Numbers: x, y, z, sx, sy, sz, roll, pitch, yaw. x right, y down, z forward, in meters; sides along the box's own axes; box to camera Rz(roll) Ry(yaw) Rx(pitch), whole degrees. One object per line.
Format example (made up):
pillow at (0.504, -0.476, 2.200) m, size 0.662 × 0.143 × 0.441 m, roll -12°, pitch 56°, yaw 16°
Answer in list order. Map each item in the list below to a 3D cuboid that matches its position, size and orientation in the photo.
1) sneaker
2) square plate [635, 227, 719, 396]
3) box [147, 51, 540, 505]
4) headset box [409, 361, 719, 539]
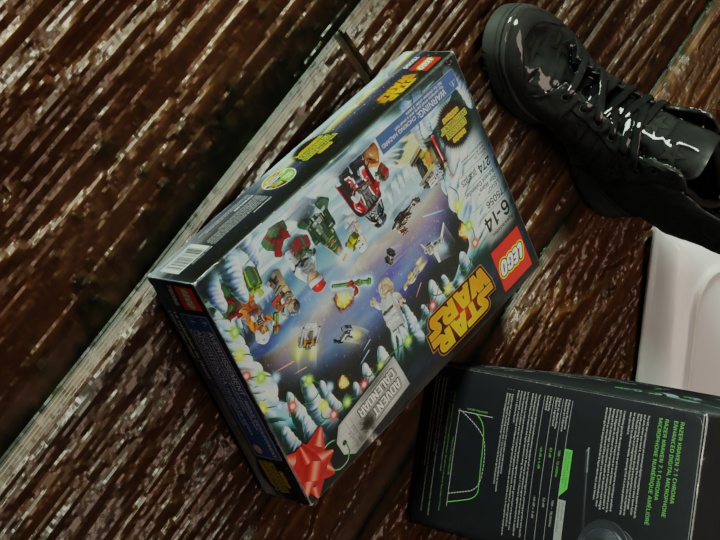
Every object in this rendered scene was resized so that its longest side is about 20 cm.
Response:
sneaker at (0.157, -0.077, 0.914) m, size 0.200 × 0.104 × 0.060 m, roll 48°, pitch 64°, yaw -36°
square plate at (0.249, 0.075, 1.071) m, size 0.199 × 0.028 × 0.199 m, roll 4°, pitch 92°, yaw -43°
box at (0.000, 0.000, 0.820) m, size 0.200 × 0.040 × 0.137 m, roll -44°, pitch 124°, yaw -30°
headset box at (0.159, 0.110, 0.874) m, size 0.174 × 0.200 × 0.093 m, roll 8°, pitch 89°, yaw -44°
